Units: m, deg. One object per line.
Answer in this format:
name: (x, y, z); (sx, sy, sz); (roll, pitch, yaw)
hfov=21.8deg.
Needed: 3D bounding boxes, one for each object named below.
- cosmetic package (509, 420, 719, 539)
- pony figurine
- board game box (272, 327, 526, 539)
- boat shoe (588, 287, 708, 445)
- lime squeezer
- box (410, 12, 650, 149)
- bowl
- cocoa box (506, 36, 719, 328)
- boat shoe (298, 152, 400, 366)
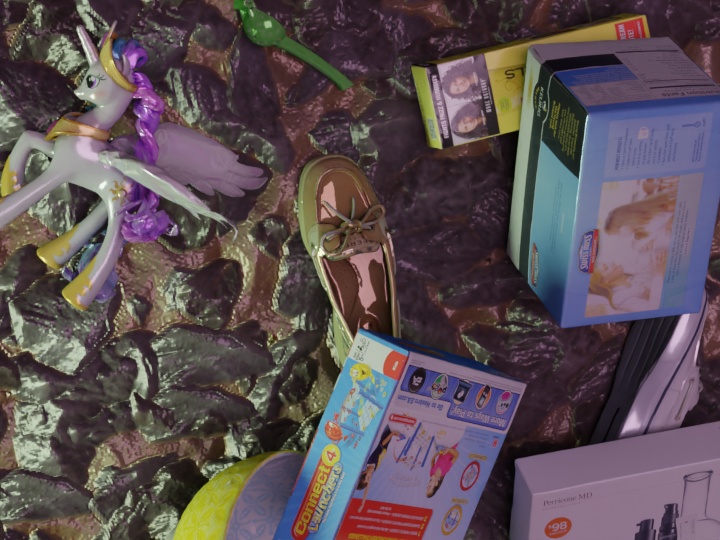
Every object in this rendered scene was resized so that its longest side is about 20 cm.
cosmetic package: (0.230, 0.216, 1.628); (0.200, 0.052, 0.151); (-9, 126, -12)
pony figurine: (-0.188, -0.072, 1.473); (0.193, 0.167, 0.200); (36, 104, -9)
board game box: (0.034, 0.160, 1.542); (0.200, 0.056, 0.196); (19, 94, -56)
boat shoe: (0.264, 0.100, 1.646); (0.067, 0.074, 0.200); (19, 106, -20)
lime squeezer: (-0.071, -0.229, 1.523); (0.071, 0.038, 0.200); (-24, 103, -10)
box: (0.148, -0.160, 1.581); (0.200, 0.050, 0.075); (-14, 101, -12)
bowl: (-0.101, 0.248, 1.541); (0.107, 0.200, 0.201); (-5, 103, 31)
cocoa box: (0.209, -0.073, 1.533); (0.133, 0.131, 0.200); (-6, 122, -16)
boat shoe: (0.000, 0.000, 1.562); (0.073, 0.063, 0.200); (-18, 102, -10)
